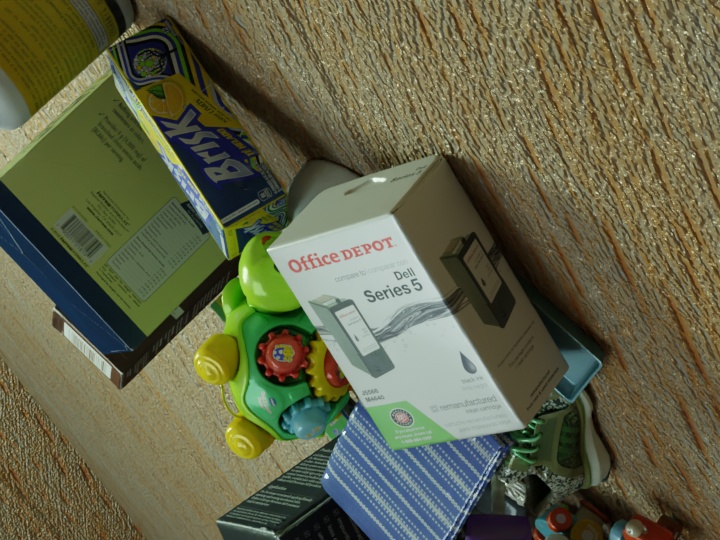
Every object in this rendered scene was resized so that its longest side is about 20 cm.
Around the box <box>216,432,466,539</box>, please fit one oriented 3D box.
[{"bbox_3d":[0.002,0.275,1.699,0.124,0.196,0.201,1,118,57],"label":"box"}]

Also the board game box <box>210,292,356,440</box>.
[{"bbox_3d":[-0.065,0.105,1.879,0.200,0.029,0.135,47,-176,13],"label":"board game box"}]

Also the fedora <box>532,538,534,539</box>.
[{"bbox_3d":[0.117,0.278,1.864,0.201,0.092,0.201,43,162,18],"label":"fedora"}]

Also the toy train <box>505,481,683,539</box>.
[{"bbox_3d":[0.224,0.230,1.586,0.200,0.056,0.150,22,151,45],"label":"toy train"}]

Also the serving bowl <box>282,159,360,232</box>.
[{"bbox_3d":[0.000,0.000,1.540,0.200,0.066,0.200,40,163,15],"label":"serving bowl"}]

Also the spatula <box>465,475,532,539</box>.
[{"bbox_3d":[0.122,0.186,1.579,0.056,0.200,0.021,2,121,3],"label":"spatula"}]

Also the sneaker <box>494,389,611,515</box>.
[{"bbox_3d":[0.146,0.138,1.482,0.077,0.089,0.200,27,156,44],"label":"sneaker"}]

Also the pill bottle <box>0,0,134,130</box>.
[{"bbox_3d":[-0.302,-0.193,1.554,0.111,0.200,0.111,39,162,15],"label":"pill bottle"}]

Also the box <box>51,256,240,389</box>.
[{"bbox_3d":[-0.207,0.013,1.813,0.100,0.200,0.075,42,160,5],"label":"box"}]

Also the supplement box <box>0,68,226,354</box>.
[{"bbox_3d":[-0.225,-0.061,1.679,0.200,0.200,0.134,48,162,-12],"label":"supplement box"}]

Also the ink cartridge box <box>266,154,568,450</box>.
[{"bbox_3d":[0.043,0.028,1.367,0.145,0.084,0.200,-15,114,44],"label":"ink cartridge box"}]

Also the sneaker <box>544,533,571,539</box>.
[{"bbox_3d":[0.185,0.323,1.626,0.081,0.083,0.200,24,148,46],"label":"sneaker"}]

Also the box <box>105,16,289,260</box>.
[{"bbox_3d":[-0.137,-0.112,1.514,0.200,0.064,0.070,55,167,20],"label":"box"}]

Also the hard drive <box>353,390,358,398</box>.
[{"bbox_3d":[0.060,0.146,1.801,0.200,0.027,0.132,22,152,52],"label":"hard drive"}]

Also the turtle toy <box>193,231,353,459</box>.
[{"bbox_3d":[-0.060,0.058,1.497,0.101,0.146,0.201,0,122,36],"label":"turtle toy"}]

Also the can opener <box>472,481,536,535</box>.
[{"bbox_3d":[0.099,0.208,1.758,0.200,0.053,0.067,27,124,46],"label":"can opener"}]

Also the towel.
[{"bbox_3d":[0.045,0.165,1.532,0.145,0.024,0.200,45,131,23],"label":"towel"}]

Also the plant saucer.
[{"bbox_3d":[0.106,0.018,1.397,0.200,0.019,0.070,41,147,9],"label":"plant saucer"}]
